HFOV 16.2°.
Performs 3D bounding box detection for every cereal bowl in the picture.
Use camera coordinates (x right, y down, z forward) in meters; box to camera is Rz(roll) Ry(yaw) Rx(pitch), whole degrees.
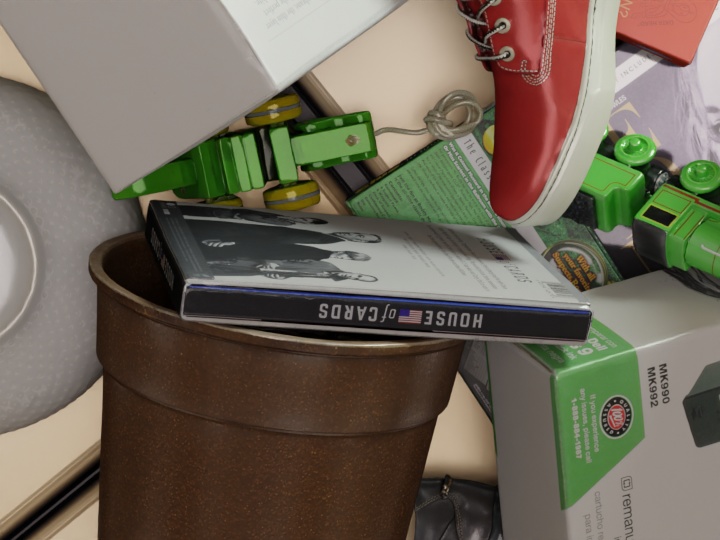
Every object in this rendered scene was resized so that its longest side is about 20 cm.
[{"bbox_3d":[-0.213,-0.005,1.331,0.200,0.083,0.200,0,96,-2],"label":"cereal bowl"}]

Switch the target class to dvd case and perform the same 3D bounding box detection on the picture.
[{"bbox_3d":[0.000,0.000,1.261,0.200,0.150,0.025,5,105,-13],"label":"dvd case"},{"bbox_3d":[0.199,-0.043,1.377,0.149,0.016,0.200,-36,95,2],"label":"dvd case"}]

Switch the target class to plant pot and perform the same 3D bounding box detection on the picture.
[{"bbox_3d":[-0.053,0.099,1.298,0.200,0.200,0.198,9,105,-3],"label":"plant pot"}]

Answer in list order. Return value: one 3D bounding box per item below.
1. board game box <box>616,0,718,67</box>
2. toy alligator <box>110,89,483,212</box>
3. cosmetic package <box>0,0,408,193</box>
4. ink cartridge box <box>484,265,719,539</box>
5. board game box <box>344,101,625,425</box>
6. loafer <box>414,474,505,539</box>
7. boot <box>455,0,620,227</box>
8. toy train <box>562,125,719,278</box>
[{"bbox_3d":[0.112,-0.216,1.337,0.200,0.040,0.153,23,94,1],"label":"board game box"},{"bbox_3d":[-0.036,-0.065,1.348,0.200,0.054,0.059,-13,98,-7],"label":"toy alligator"},{"bbox_3d":[-0.089,-0.176,1.248,0.123,0.199,0.200,-31,96,36],"label":"cosmetic package"},{"bbox_3d":[0.174,0.077,1.309,0.200,0.084,0.146,-16,113,-20],"label":"ink cartridge box"},{"bbox_3d":[0.089,0.017,1.369,0.105,0.023,0.200,-32,97,11],"label":"board game box"},{"bbox_3d":[0.038,0.208,1.371,0.072,0.073,0.200,17,85,5],"label":"loafer"},{"bbox_3d":[0.057,-0.128,1.259,0.144,0.072,0.200,11,87,-29],"label":"boot"},{"bbox_3d":[0.173,-0.024,1.289,0.200,0.042,0.056,26,57,31],"label":"toy train"}]
